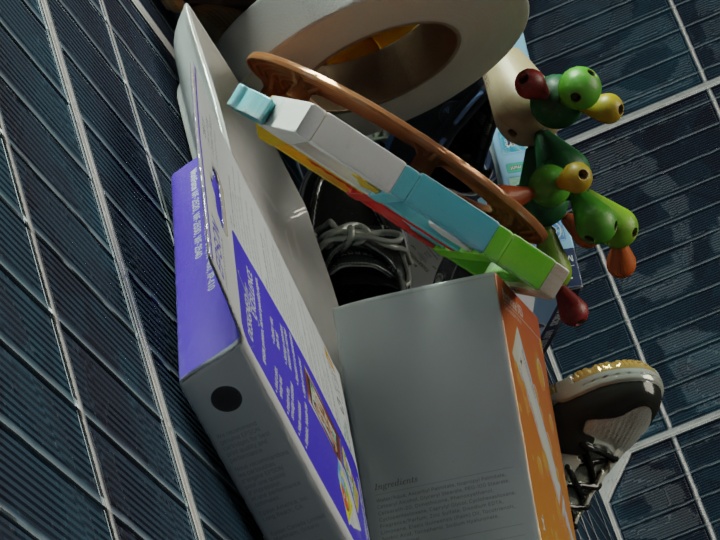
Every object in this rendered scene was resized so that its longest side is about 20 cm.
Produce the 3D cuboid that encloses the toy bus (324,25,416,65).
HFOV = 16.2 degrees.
[{"bbox_3d":[-0.068,-0.240,1.668,0.192,0.136,0.200,56,-1,44],"label":"toy bus"}]

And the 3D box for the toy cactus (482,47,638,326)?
[{"bbox_3d":[0.113,-0.071,1.609,0.200,0.102,0.165,76,-9,-52],"label":"toy cactus"}]

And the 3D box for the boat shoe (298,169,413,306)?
[{"bbox_3d":[-0.003,0.001,1.580,0.068,0.073,0.200,83,0,-55],"label":"boat shoe"}]

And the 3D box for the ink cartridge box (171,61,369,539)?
[{"bbox_3d":[-0.054,0.030,1.199,0.198,0.043,0.200,-101,169,-60],"label":"ink cartridge box"}]

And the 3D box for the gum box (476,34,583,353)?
[{"bbox_3d":[0.103,-0.048,1.821,0.170,0.044,0.200,109,-30,-68],"label":"gum box"}]

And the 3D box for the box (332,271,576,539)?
[{"bbox_3d":[0.059,0.118,1.417,0.124,0.097,0.200,40,39,-70],"label":"box"}]

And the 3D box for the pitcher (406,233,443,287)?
[{"bbox_3d":[0.045,0.040,1.739,0.172,0.121,0.200,43,-19,38],"label":"pitcher"}]

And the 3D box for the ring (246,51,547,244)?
[{"bbox_3d":[0.018,-0.065,1.442,0.200,0.019,0.200,32,-5,3],"label":"ring"}]

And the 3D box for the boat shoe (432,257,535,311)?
[{"bbox_3d":[0.055,0.087,1.606,0.072,0.068,0.200,-3,106,-57],"label":"boat shoe"}]

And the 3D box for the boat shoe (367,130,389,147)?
[{"bbox_3d":[0.002,-0.084,1.806,0.067,0.074,0.200,23,-32,47],"label":"boat shoe"}]

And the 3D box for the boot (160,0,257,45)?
[{"bbox_3d":[-0.042,-0.202,1.511,0.200,0.166,0.072,52,15,-60],"label":"boot"}]

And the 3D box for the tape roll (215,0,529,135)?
[{"bbox_3d":[0.005,-0.139,1.547,0.203,0.202,0.037,48,18,-71],"label":"tape roll"}]

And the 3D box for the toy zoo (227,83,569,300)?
[{"bbox_3d":[0.014,-0.047,1.404,0.200,0.020,0.131,33,-4,-10],"label":"toy zoo"}]

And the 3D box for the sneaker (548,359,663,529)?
[{"bbox_3d":[0.113,0.138,1.503,0.076,0.200,0.088,26,29,-41],"label":"sneaker"}]

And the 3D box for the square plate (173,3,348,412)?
[{"bbox_3d":[-0.054,-0.021,1.431,0.200,0.028,0.198,60,9,-48],"label":"square plate"}]

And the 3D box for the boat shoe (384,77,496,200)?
[{"bbox_3d":[0.053,-0.066,1.735,0.069,0.084,0.200,40,-38,29],"label":"boat shoe"}]
